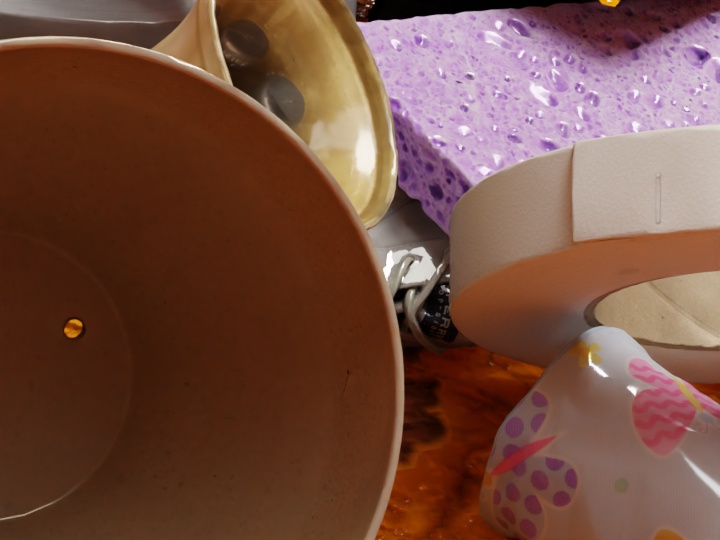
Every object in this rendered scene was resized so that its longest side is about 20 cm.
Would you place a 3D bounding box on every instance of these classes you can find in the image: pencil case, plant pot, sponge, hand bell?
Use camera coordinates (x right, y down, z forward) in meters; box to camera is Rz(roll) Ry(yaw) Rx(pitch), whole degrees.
[{"bbox_3d":[0.135,0.098,0.839,0.200,0.083,0.091,33,21,23],"label":"pencil case"},{"bbox_3d":[-0.102,0.034,0.765,0.200,0.201,0.134,5,0,-17],"label":"plant pot"},{"bbox_3d":[0.091,-0.063,0.992,0.200,0.030,0.112,-9,43,-35],"label":"sponge"},{"bbox_3d":[-0.098,-0.028,0.864,0.104,0.200,0.104,41,38,-41],"label":"hand bell"}]

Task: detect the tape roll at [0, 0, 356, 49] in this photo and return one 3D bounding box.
[{"bbox_3d":[-0.101,-0.112,1.033,0.200,0.066,0.200,2,30,-1],"label":"tape roll"}]

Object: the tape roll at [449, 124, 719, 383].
[{"bbox_3d":[0.128,-0.002,0.866,0.203,0.203,0.037,6,73,-15],"label":"tape roll"}]

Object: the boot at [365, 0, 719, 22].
[{"bbox_3d":[0.113,-0.116,1.150,0.168,0.076,0.200,32,42,16],"label":"boot"}]

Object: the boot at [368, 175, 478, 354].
[{"bbox_3d":[0.000,0.000,0.934,0.096,0.074,0.200,24,35,18],"label":"boot"}]
